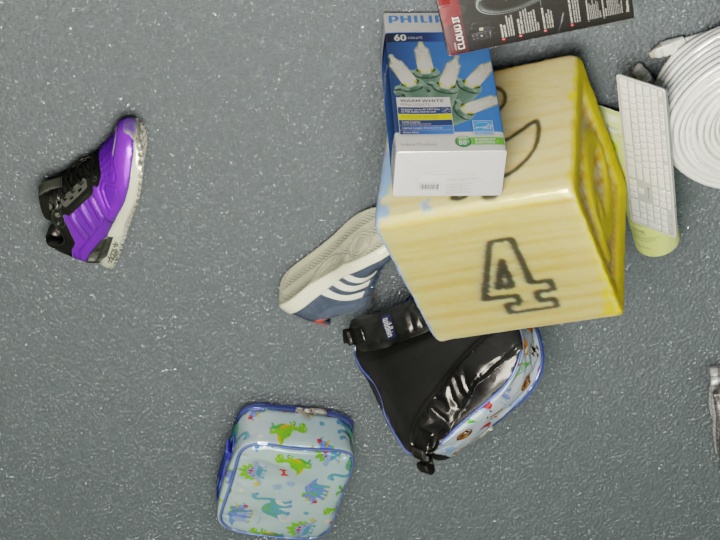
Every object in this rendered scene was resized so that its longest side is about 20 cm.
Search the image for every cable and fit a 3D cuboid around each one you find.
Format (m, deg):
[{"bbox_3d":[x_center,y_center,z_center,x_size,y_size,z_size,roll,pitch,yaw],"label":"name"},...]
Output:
[{"bbox_3d":[0.397,-0.168,1.627,0.199,0.069,0.200,-22,134,18],"label":"cable"}]

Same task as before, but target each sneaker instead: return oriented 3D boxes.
[{"bbox_3d":[-0.283,-0.081,1.671,0.099,0.070,0.201,13,134,-13],"label":"sneaker"},{"bbox_3d":[0.000,0.000,1.777,0.084,0.075,0.200,32,136,-30],"label":"sneaker"}]

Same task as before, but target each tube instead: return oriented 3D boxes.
[{"bbox_3d":[0.296,-0.096,1.708,0.058,0.052,0.200,-11,137,13],"label":"tube"}]

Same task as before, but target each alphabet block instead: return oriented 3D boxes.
[{"bbox_3d":[0.146,-0.068,1.605,0.199,0.196,0.197,-10,138,20],"label":"alphabet block"}]

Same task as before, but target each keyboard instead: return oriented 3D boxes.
[{"bbox_3d":[0.292,-0.114,1.637,0.056,0.011,0.201,19,143,31],"label":"keyboard"}]

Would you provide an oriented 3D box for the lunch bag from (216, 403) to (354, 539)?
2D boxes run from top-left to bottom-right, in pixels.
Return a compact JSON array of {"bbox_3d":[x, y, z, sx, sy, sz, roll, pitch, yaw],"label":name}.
[{"bbox_3d":[-0.099,0.252,2.025,0.160,0.083,0.201,6,136,-12],"label":"lunch bag"}]

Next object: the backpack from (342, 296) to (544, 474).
[{"bbox_3d":[0.111,0.102,1.813,0.190,0.201,0.154,-40,157,23],"label":"backpack"}]

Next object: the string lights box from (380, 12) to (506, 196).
[{"bbox_3d":[0.075,-0.159,1.519,0.102,0.201,0.059,-1,137,-4],"label":"string lights box"}]

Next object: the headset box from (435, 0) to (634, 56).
[{"bbox_3d":[0.142,-0.289,1.477,0.199,0.077,0.149,-10,136,8],"label":"headset box"}]

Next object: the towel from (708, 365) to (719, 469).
[{"bbox_3d":[0.523,0.193,2.004,0.165,0.086,0.200,-11,136,9],"label":"towel"}]
